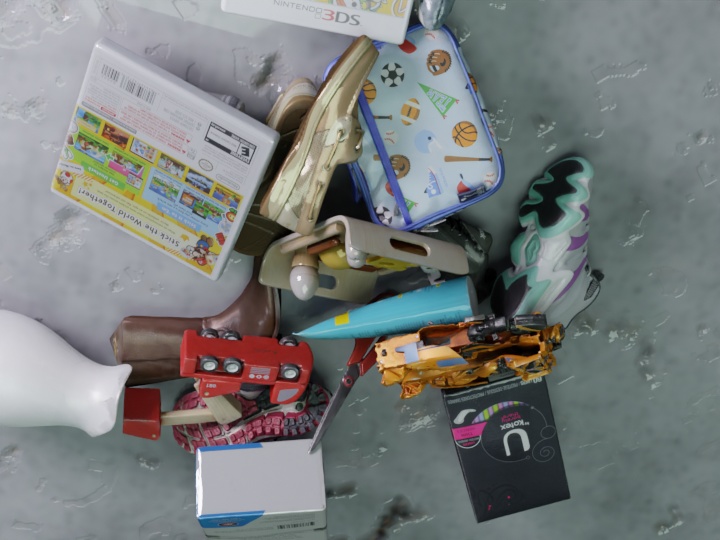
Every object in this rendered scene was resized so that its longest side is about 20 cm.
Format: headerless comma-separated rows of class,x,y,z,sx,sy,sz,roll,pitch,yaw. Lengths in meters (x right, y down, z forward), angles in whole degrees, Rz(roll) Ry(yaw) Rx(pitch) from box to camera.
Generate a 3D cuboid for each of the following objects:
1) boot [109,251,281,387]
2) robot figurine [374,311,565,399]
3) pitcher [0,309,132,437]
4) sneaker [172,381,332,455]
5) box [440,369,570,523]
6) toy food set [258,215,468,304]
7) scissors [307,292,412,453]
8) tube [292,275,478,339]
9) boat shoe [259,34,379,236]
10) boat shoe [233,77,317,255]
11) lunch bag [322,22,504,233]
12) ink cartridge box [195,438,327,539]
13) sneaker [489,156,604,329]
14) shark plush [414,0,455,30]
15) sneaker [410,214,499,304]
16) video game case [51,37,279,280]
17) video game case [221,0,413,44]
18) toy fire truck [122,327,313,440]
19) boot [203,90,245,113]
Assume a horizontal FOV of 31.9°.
boot,-0.187,0.052,1.408,0.197,0.065,0.189,1,120,-3
robot figurine,0.123,0.091,1.353,0.197,0.059,0.145,-11,160,16
pitcher,-0.366,0.128,1.406,0.197,0.123,0.172,19,151,-9
sneaker,-0.126,0.175,1.480,0.197,0.075,0.082,-7,84,11
box,0.167,0.180,1.492,0.120,0.107,0.202,-15,121,4
toy food set,0.000,0.000,1.299,0.142,0.199,0.061,12,75,-29
scissors,-0.013,0.111,1.417,0.073,0.014,0.200,46,73,-4
tube,0.029,0.052,1.375,0.197,0.051,0.077,-13,166,14
boat shoe,-0.027,-0.130,1.222,0.064,0.071,0.202,27,106,-7
boat shoe,-0.088,-0.106,1.321,0.071,0.065,0.202,13,122,-19
lunch bag,0.051,-0.139,1.276,0.158,0.076,0.203,-21,96,3
ink cartridge box,-0.112,0.266,1.470,0.144,0.086,0.200,-4,158,-3
sneaker,0.234,-0.020,1.409,0.139,0.078,0.202,16,104,-39
shark plush,0.105,-0.329,1.199,0.090,0.084,0.201,27,114,-20
sneaker,0.095,-0.034,1.385,0.090,0.067,0.201,-28,123,7
video game case,-0.199,-0.107,1.259,0.198,0.023,0.183,28,123,1
video game case,-0.025,-0.322,1.164,0.179,0.023,0.202,8,116,-11
toy fire truck,-0.160,0.132,1.405,0.197,0.049,0.142,7,132,-14
boot,-0.179,-0.099,1.322,0.094,0.074,0.202,13,119,4
